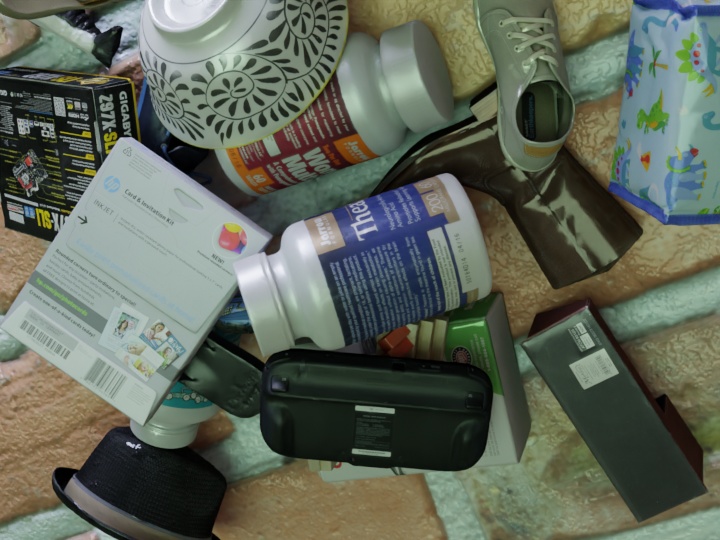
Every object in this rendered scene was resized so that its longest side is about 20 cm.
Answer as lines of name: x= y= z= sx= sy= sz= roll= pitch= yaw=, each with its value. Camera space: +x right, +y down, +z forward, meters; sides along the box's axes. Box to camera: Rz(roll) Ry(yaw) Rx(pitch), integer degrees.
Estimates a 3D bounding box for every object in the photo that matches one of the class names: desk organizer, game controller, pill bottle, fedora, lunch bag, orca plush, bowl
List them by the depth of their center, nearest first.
lunch bag: x=0.311 y=-0.132 z=0.917 sx=0.199 sy=0.128 sz=0.171 roll=-3 pitch=111 yaw=-13
pill bottle: x=0.000 y=0.000 z=0.963 sx=0.199 sy=0.111 sz=0.112 roll=-19 pitch=104 yaw=-5
bowl: x=-0.119 y=-0.212 z=0.972 sx=0.199 sy=0.094 sz=0.202 roll=-11 pitch=64 yaw=23
game controller: x=0.012 y=0.122 z=0.992 sx=0.198 sy=0.042 sz=0.105 roll=5 pitch=122 yaw=1
pill bottle: x=-0.026 y=-0.144 z=1.019 sx=0.199 sy=0.110 sz=0.110 roll=-16 pitch=104 yaw=21
desk organizer: x=0.233 y=0.118 z=1.050 sx=0.072 sy=0.077 sz=0.201 roll=-31 pitch=98 yaw=24
orca plush: x=-0.303 y=-0.276 z=1.080 sx=0.199 sy=0.105 sz=0.071 roll=30 pitch=83 yaw=8
pill bottle: x=-0.176 y=0.073 z=1.140 sx=0.110 sy=0.111 sz=0.201 roll=20 pitch=114 yaw=9
fedora: x=-0.211 y=0.222 z=1.186 sx=0.200 sy=0.201 sz=0.092 roll=26 pitch=90 yaw=6

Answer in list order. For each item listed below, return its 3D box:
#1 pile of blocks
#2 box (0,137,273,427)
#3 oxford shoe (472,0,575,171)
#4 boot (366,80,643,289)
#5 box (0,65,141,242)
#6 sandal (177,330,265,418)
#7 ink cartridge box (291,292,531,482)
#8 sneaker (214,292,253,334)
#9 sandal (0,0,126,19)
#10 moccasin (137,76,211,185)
pile of blocks: x=0.010 y=0.120 z=1.033 sx=0.082 sy=0.062 sz=0.201 roll=35 pitch=114 yaw=4
box: x=-0.195 y=0.009 z=1.009 sx=0.155 sy=0.041 sz=0.201 roll=34 pitch=98 yaw=-2
oxford shoe: x=0.139 y=-0.184 z=0.957 sx=0.075 sy=0.058 sz=0.202 roll=-6 pitch=87 yaw=-13
boot: x=0.129 y=-0.047 z=1.038 sx=0.186 sy=0.064 sz=0.200 roll=-35 pitch=101 yaw=26
box: x=-0.282 y=-0.106 z=1.098 sx=0.199 sy=0.049 sz=0.161 roll=13 pitch=116 yaw=42
sandal: x=-0.172 y=0.072 z=1.055 sx=0.199 sy=0.043 sz=0.076 roll=24 pitch=113 yaw=0
ink cartridge box: x=0.047 y=0.112 z=1.100 sx=0.199 sy=0.084 sz=0.147 roll=-9 pitch=105 yaw=20
sneaker: x=-0.055 y=0.001 z=1.074 sx=0.199 sy=0.075 sz=0.079 roll=-24 pitch=84 yaw=-16
sandal: x=-0.233 y=-0.275 z=1.023 sx=0.199 sy=0.054 sz=0.081 roll=-22 pitch=99 yaw=-13
moccasin: x=-0.177 y=-0.118 z=1.089 sx=0.068 sy=0.080 sz=0.201 roll=18 pitch=114 yaw=14
